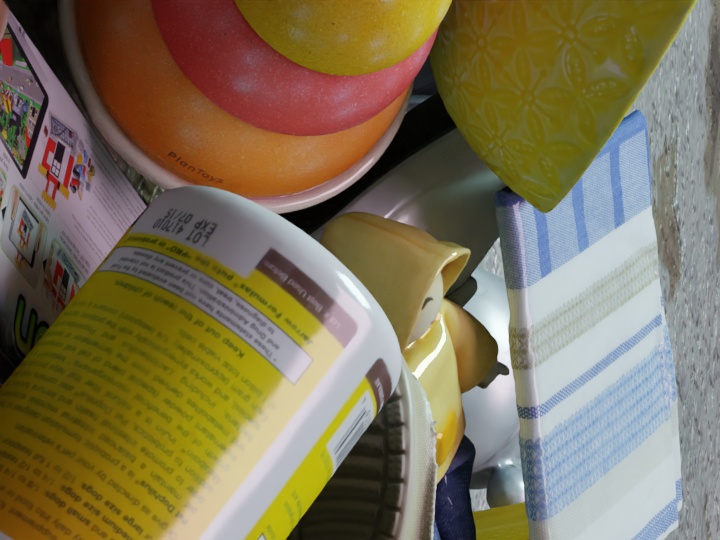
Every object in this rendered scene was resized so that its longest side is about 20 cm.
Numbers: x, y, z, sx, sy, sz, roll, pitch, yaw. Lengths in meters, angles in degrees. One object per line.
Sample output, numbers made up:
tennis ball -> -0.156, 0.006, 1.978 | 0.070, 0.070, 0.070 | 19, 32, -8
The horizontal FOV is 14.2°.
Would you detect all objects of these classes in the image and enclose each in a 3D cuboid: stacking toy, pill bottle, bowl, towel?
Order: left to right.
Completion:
pill bottle -> -0.082, 0.076, 0.985 | 0.200, 0.109, 0.109 | -53, 149, -21
stacking toy -> -0.009, -0.107, 1.019 | 0.200, 0.146, 0.146 | -23, -122, 62
bowl -> 0.078, -0.134, 1.137 | 0.200, 0.108, 0.200 | -60, -177, 5
towel -> 0.098, 0.043, 1.257 | 0.147, 0.024, 0.200 | -33, 120, -56

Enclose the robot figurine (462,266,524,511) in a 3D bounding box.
robot figurine -> 0.042, 0.053, 1.458 | 0.170, 0.113, 0.200 | 54, 9, 16

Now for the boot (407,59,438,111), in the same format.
boot -> 0.090, -0.149, 1.443 | 0.066, 0.200, 0.165 | 58, 23, -5

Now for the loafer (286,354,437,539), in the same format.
loafer -> -0.010, 0.121, 1.090 | 0.068, 0.076, 0.200 | -3, 101, -70

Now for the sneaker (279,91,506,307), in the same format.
sneaker -> 0.000, 0.000, 1.214 | 0.073, 0.200, 0.085 | 29, -35, 61

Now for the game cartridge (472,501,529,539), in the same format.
game cartridge -> 0.029, 0.163, 1.324 | 0.200, 0.176, 0.032 | -56, 129, -61

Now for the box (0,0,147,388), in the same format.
box -> -0.122, -0.006, 1.046 | 0.200, 0.035, 0.110 | 61, 35, -60

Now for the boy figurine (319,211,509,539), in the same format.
boy figurine -> 0.024, 0.058, 1.185 | 0.124, 0.064, 0.200 | -42, 136, -43
